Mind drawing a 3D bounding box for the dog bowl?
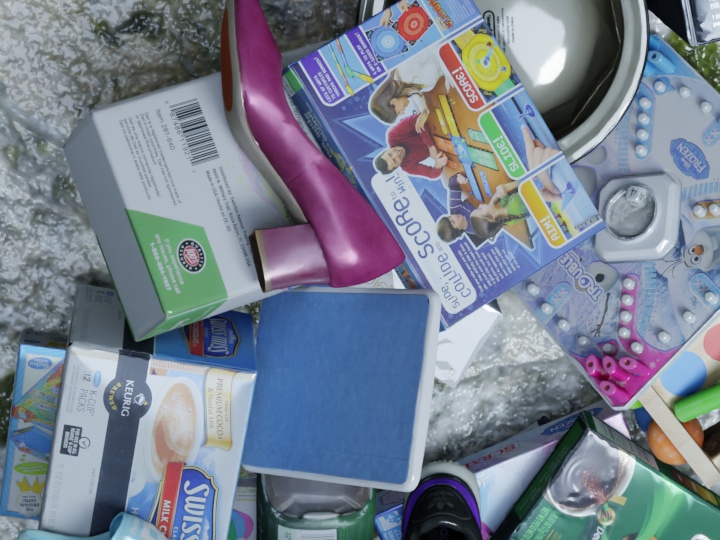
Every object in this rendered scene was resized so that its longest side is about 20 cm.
[{"bbox_3d":[0.099,-0.164,1.644,0.198,0.074,0.202,1,98,7],"label":"dog bowl"}]

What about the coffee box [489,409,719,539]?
[{"bbox_3d":[0.207,0.202,1.712,0.199,0.044,0.123,34,101,-12],"label":"coffee box"}]

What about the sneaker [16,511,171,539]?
[{"bbox_3d":[-0.136,0.202,1.577,0.198,0.074,0.083,0,112,-6],"label":"sneaker"}]

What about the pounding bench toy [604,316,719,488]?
[{"bbox_3d":[0.251,0.064,1.665,0.156,0.200,0.124,-38,104,7],"label":"pounding bench toy"}]

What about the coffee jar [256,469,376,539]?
[{"bbox_3d":[-0.034,0.220,1.721,0.085,0.105,0.201,0,126,-5],"label":"coffee jar"}]

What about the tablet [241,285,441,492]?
[{"bbox_3d":[-0.015,0.076,1.603,0.014,0.199,0.131,11,84,-36],"label":"tablet"}]

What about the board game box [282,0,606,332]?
[{"bbox_3d":[0.054,-0.079,1.578,0.135,0.034,0.201,-31,92,-16],"label":"board game box"}]

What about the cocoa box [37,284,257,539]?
[{"bbox_3d":[-0.150,0.131,1.663,0.130,0.133,0.202,9,106,-7],"label":"cocoa box"}]

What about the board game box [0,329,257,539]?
[{"bbox_3d":[-0.158,0.124,1.749,0.198,0.034,0.136,9,105,-5],"label":"board game box"}]

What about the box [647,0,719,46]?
[{"bbox_3d":[0.236,-0.270,1.572,0.123,0.200,0.198,-14,106,0],"label":"box"}]

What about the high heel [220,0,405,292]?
[{"bbox_3d":[-0.034,-0.088,1.538,0.095,0.067,0.202,-10,94,-12],"label":"high heel"}]

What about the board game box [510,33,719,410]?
[{"bbox_3d":[0.186,-0.039,1.649,0.200,0.200,0.026,-47,143,10],"label":"board game box"}]

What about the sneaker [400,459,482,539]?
[{"bbox_3d":[0.057,0.244,1.687,0.069,0.100,0.202,-4,106,2],"label":"sneaker"}]

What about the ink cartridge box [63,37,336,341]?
[{"bbox_3d":[-0.076,-0.056,1.598,0.199,0.084,0.146,-19,84,-24],"label":"ink cartridge box"}]

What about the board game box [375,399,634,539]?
[{"bbox_3d":[0.133,0.221,1.758,0.198,0.041,0.201,-23,106,4],"label":"board game box"}]

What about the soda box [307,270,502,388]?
[{"bbox_3d":[0.000,0.000,1.706,0.199,0.064,0.068,31,102,-10],"label":"soda box"}]

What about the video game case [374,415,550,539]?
[{"bbox_3d":[0.116,0.238,1.797,0.180,0.026,0.201,-33,104,6],"label":"video game case"}]
